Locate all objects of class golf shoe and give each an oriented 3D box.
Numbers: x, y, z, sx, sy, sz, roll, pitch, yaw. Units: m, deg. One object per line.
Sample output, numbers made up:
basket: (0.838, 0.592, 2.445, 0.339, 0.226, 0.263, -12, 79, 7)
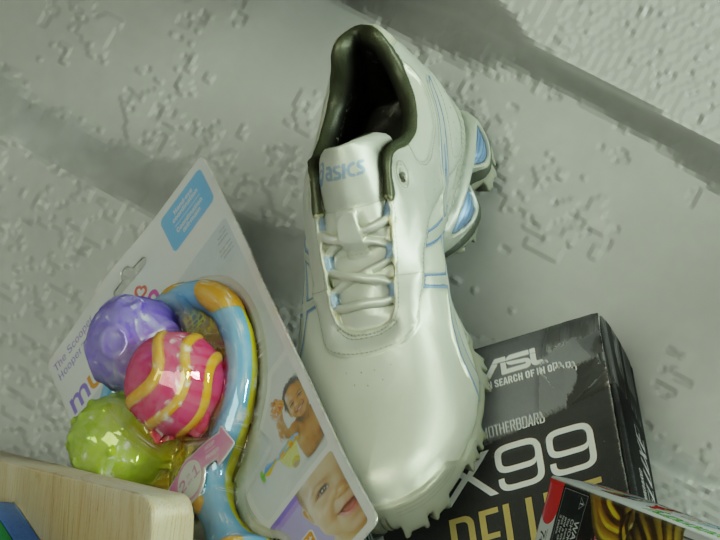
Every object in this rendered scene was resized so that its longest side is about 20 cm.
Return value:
golf shoe: (0.000, 0.000, 1.055, 0.078, 0.097, 0.201, -11, 50, 17)

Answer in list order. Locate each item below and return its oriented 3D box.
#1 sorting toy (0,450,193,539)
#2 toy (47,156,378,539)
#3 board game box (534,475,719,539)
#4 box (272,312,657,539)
sorting toy: (-0.151, 0.169, 1.054, 0.198, 0.069, 0.201, 7, 93, 51)
toy: (-0.072, 0.057, 1.056, 0.115, 0.047, 0.200, -51, 45, 23)
board game box: (0.076, 0.175, 0.923, 0.034, 0.126, 0.201, 15, 90, -24)
box: (0.015, 0.118, 1.064, 0.199, 0.050, 0.158, -17, 56, 15)
